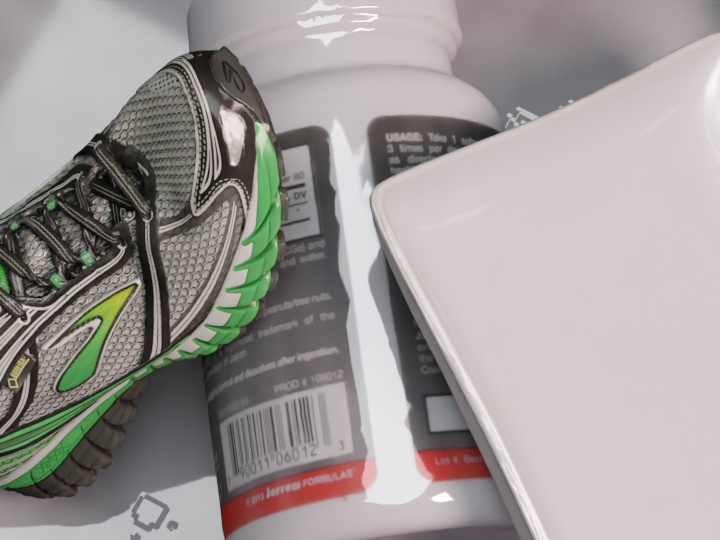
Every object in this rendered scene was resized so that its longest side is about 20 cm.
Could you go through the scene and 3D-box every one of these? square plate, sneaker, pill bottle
[{"bbox_3d":[0.102,0.037,0.890,0.200,0.028,0.198,-26,90,-44],"label":"square plate"},{"bbox_3d":[-0.093,0.006,0.870,0.085,0.200,0.078,7,44,-41],"label":"sneaker"},{"bbox_3d":[0.000,0.000,0.916,0.116,0.116,0.200,-7,74,-3],"label":"pill bottle"}]
